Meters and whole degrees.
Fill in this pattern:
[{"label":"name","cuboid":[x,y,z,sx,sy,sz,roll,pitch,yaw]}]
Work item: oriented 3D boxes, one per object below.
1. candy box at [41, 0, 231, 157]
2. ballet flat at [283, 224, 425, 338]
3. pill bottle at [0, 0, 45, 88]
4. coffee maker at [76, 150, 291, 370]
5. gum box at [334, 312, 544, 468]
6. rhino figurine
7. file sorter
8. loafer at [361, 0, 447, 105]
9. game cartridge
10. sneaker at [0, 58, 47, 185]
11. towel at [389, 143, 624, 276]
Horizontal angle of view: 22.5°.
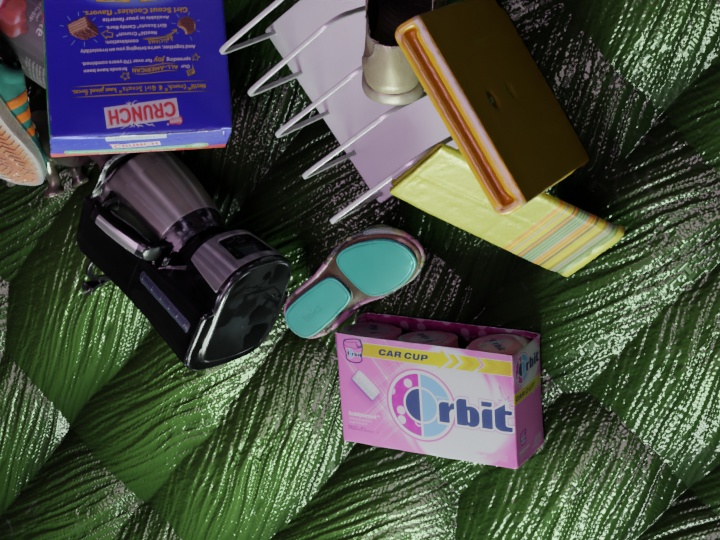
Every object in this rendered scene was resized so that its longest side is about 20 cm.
[{"label":"candy box","cuboid":[-0.210,-0.213,1.685,0.169,0.077,0.200,-3,78,-7]},{"label":"ballet flat","cuboid":[0.000,0.000,1.725,0.069,0.071,0.200,47,135,-6]},{"label":"pill bottle","cuboid":[-0.265,-0.214,1.783,0.200,0.111,0.111,34,121,15]},{"label":"coffee maker","cuboid":[-0.175,0.000,1.789,0.200,0.135,0.192,46,151,25]},{"label":"gum box","cuboid":[0.071,0.112,1.729,0.200,0.066,0.114,6,111,29]},{"label":"rhino figurine","cuboid":[-0.314,-0.125,1.875,0.200,0.060,0.088,-3,109,33]},{"label":"file sorter","cuboid":[-0.012,-0.165,1.645,0.139,0.124,0.200,-35,88,34]},{"label":"loafer","cuboid":[0.040,-0.237,1.562,0.075,0.200,0.068,4,149,0]},{"label":"game cartridge","cuboid":[0.115,-0.145,1.531,0.032,0.200,0.177,-30,90,25]},{"label":"sneaker","cuboid":[-0.351,-0.162,1.782,0.071,0.080,0.200,5,150,17]},{"label":"towel","cuboid":[0.130,-0.054,1.585,0.200,0.018,0.086,24,141,-24]}]
